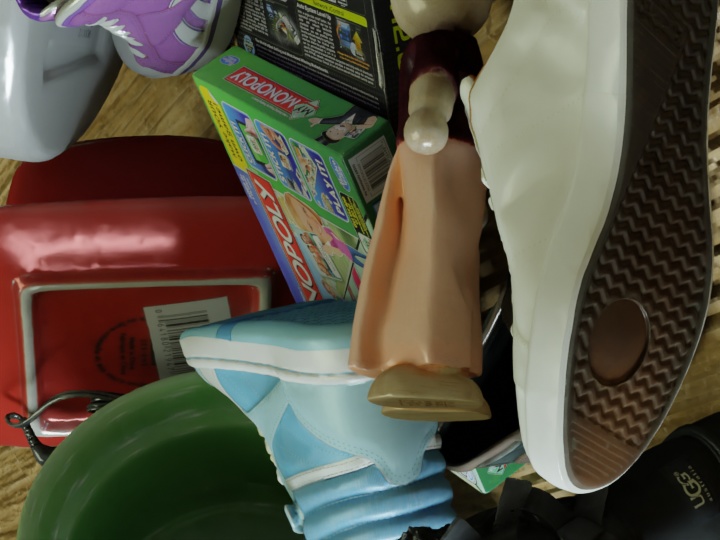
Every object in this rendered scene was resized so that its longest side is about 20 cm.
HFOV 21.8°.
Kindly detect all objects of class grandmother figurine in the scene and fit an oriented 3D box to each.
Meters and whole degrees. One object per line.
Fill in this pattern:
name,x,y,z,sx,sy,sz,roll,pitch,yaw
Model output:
grandmother figurine,0.029,-0.046,0.720,0.121,0.060,0.201,91,-179,-78

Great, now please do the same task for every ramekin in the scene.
ramekin,-0.173,-0.149,0.906,0.097,0.201,0.201,16,137,8
ramekin,-0.060,0.152,0.901,0.200,0.200,0.098,48,153,36

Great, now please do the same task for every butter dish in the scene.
butter dish,-0.120,-0.008,1.022,0.200,0.199,0.148,97,169,-48

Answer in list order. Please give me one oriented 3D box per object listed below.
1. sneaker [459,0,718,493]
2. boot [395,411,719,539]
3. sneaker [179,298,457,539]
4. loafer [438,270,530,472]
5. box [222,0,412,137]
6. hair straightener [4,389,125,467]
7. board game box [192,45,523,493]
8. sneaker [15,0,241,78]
sneaker,0.075,-0.025,0.657,0.085,0.073,0.201,9,92,48
boot,0.069,0.136,0.741,0.073,0.162,0.198,58,153,24
sneaker,-0.022,0.081,0.841,0.200,0.079,0.131,179,79,-69
loafer,0.080,0.029,0.750,0.072,0.063,0.200,57,153,22
box,-0.029,-0.151,0.848,0.200,0.044,0.161,30,135,53
hair straightener,-0.088,0.074,0.985,0.041,0.199,0.077,-91,4,-51
board game box,0.000,0.000,0.869,0.135,0.029,0.200,30,150,51
sneaker,-0.110,-0.133,0.839,0.073,0.114,0.200,62,156,9
